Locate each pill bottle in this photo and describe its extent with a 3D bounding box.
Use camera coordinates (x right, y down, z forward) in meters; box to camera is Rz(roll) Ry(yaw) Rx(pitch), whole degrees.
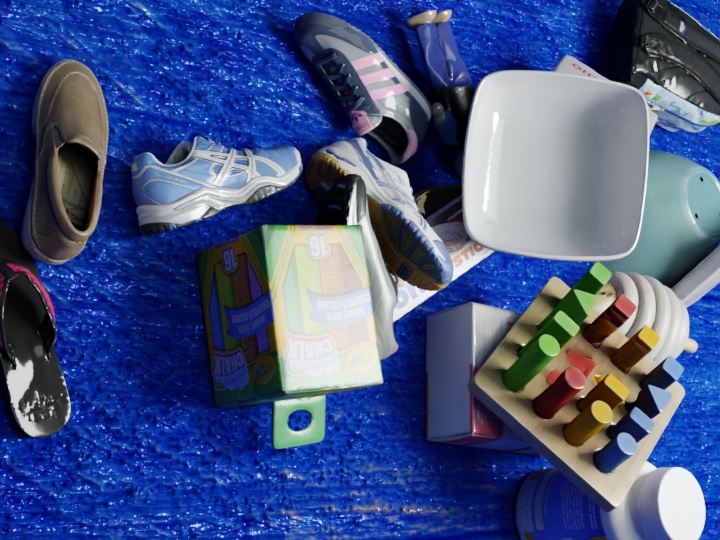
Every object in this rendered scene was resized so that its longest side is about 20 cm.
[{"bbox_3d":[0.280,0.271,1.341,0.111,0.199,0.114,11,72,-37],"label":"pill bottle"}]

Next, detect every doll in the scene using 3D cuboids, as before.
[{"bbox_3d":[0.113,-0.206,1.423,0.136,0.048,0.202,-17,91,-55],"label":"doll"}]

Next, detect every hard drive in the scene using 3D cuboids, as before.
[{"bbox_3d":[0.457,0.001,1.552,0.131,0.200,0.027,-26,73,-35],"label":"hard drive"}]

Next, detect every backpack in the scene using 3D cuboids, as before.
[{"bbox_3d":[0.439,-0.277,1.670,0.198,0.154,0.165,17,64,-12],"label":"backpack"}]

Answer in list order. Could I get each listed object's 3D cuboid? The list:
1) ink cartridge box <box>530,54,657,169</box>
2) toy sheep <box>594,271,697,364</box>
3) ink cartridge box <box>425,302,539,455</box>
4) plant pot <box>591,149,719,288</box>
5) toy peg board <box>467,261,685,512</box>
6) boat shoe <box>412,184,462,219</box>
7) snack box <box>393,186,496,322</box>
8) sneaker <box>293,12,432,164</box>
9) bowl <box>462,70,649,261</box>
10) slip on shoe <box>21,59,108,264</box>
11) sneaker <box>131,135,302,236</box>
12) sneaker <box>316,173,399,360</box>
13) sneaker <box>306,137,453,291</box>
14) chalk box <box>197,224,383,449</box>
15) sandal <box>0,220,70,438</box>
[{"bbox_3d":[0.264,-0.162,1.452,0.144,0.084,0.200,34,36,3],"label":"ink cartridge box"},{"bbox_3d":[0.343,0.072,1.497,0.198,0.137,0.140,22,66,-30],"label":"toy sheep"},{"bbox_3d":[0.173,0.130,1.365,0.198,0.082,0.148,14,69,-36],"label":"ink cartridge box"},{"bbox_3d":[0.403,-0.073,1.578,0.198,0.134,0.203,12,71,-38],"label":"plant pot"},{"bbox_3d":[0.253,0.108,1.273,0.199,0.098,0.200,41,50,5],"label":"toy peg board"},{"bbox_3d":[0.133,-0.062,1.397,0.198,0.065,0.073,-3,90,-26],"label":"boat shoe"},{"bbox_3d":[0.072,-0.013,1.318,0.199,0.024,0.072,-34,102,-21],"label":"snack box"},{"bbox_3d":[0.000,-0.198,1.312,0.199,0.070,0.083,37,54,-26],"label":"sneaker"},{"bbox_3d":[0.207,-0.108,1.308,0.197,0.075,0.203,6,83,-1],"label":"bowl"},{"bbox_3d":[-0.257,-0.105,1.069,0.076,0.060,0.202,25,56,-35],"label":"slip on shoe"},{"bbox_3d":[-0.136,-0.097,1.168,0.199,0.075,0.078,-24,99,-42],"label":"sneaker"},{"bbox_3d":[0.000,0.000,1.238,0.078,0.074,0.203,-8,101,-25],"label":"sneaker"},{"bbox_3d":[0.037,-0.068,1.272,0.200,0.075,0.088,47,47,9],"label":"sneaker"},{"bbox_3d":[-0.066,0.066,1.154,0.124,0.123,0.203,-3,81,-40],"label":"chalk box"},{"bbox_3d":[-0.290,0.043,1.022,0.075,0.045,0.202,-21,93,-41],"label":"sandal"}]
